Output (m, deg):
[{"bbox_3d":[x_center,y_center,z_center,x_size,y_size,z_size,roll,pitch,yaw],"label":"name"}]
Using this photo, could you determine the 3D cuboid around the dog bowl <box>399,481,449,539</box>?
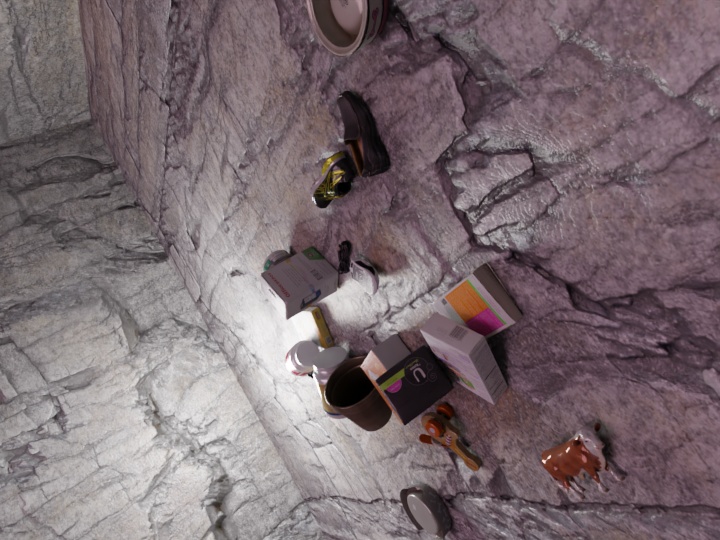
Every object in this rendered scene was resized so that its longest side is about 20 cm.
[{"bbox_3d":[0.216,0.787,1.763,0.199,0.058,0.203,37,141,37],"label":"dog bowl"}]

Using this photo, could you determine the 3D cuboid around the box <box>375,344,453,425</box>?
[{"bbox_3d":[0.134,0.275,1.314,0.125,0.148,0.200,54,180,12],"label":"box"}]

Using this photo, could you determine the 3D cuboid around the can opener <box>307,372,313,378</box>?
[{"bbox_3d":[-0.133,0.411,2.018,0.200,0.078,0.064,42,106,27],"label":"can opener"}]

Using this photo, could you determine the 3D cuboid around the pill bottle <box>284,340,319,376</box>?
[{"bbox_3d":[-0.203,0.310,1.911,0.113,0.111,0.200,58,158,6],"label":"pill bottle"}]

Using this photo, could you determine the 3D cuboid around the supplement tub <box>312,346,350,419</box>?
[{"bbox_3d":[-0.078,0.375,1.802,0.144,0.143,0.203,16,127,51],"label":"supplement tub"}]

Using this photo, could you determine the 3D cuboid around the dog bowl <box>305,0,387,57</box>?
[{"bbox_3d":[-0.025,-0.533,1.055,0.199,0.073,0.203,37,141,37],"label":"dog bowl"}]

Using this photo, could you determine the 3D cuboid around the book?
[{"bbox_3d":[0.246,0.086,1.164,0.135,0.048,0.200,54,150,7],"label":"book"}]

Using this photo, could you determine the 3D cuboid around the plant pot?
[{"bbox_3d":[0.011,0.396,1.663,0.199,0.200,0.175,17,144,51],"label":"plant pot"}]

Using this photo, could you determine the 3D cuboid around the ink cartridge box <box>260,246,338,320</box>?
[{"bbox_3d":[-0.186,0.036,1.640,0.145,0.198,0.088,43,145,28],"label":"ink cartridge box"}]

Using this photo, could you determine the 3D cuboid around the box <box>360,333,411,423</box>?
[{"bbox_3d":[0.107,0.301,1.500,0.201,0.097,0.125,52,149,18],"label":"box"}]

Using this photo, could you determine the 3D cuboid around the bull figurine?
[{"bbox_3d":[0.442,0.382,1.073,0.122,0.064,0.201,56,151,17],"label":"bull figurine"}]

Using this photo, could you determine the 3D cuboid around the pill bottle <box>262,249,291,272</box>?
[{"bbox_3d":[-0.230,0.029,1.791,0.200,0.112,0.114,41,144,32],"label":"pill bottle"}]

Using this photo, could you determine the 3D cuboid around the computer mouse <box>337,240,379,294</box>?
[{"bbox_3d":[0.000,0.000,1.482,0.200,0.043,0.111,39,139,44],"label":"computer mouse"}]

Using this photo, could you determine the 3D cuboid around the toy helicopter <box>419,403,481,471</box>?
[{"bbox_3d":[0.241,0.466,1.454,0.200,0.079,0.133,44,141,6],"label":"toy helicopter"}]

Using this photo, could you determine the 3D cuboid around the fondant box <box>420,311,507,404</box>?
[{"bbox_3d":[0.231,0.195,1.194,0.143,0.058,0.201,26,155,46],"label":"fondant box"}]

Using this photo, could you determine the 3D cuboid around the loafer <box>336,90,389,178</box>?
[{"bbox_3d":[-0.007,-0.306,1.212,0.203,0.072,0.073,63,151,1],"label":"loafer"}]

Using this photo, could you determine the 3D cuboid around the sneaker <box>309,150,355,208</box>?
[{"bbox_3d":[-0.072,-0.212,1.387,0.085,0.074,0.201,53,149,14],"label":"sneaker"}]

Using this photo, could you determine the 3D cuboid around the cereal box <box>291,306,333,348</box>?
[{"bbox_3d":[-0.181,0.200,1.923,0.199,0.039,0.146,-5,112,58],"label":"cereal box"}]
